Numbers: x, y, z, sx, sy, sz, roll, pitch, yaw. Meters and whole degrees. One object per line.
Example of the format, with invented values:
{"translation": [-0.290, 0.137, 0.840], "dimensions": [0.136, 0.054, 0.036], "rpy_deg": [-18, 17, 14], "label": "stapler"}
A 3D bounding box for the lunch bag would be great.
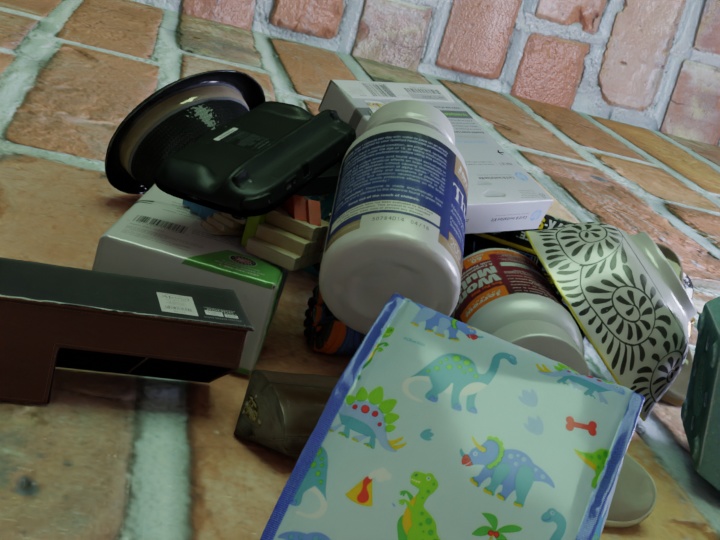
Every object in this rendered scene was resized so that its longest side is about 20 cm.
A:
{"translation": [0.049, 0.140, 0.662], "dimensions": [0.169, 0.128, 0.200], "rpy_deg": [20, 47, 15], "label": "lunch bag"}

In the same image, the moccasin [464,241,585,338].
{"translation": [0.132, 0.023, 1.164], "dimensions": [0.199, 0.081, 0.068], "rpy_deg": [23, 15, 25], "label": "moccasin"}

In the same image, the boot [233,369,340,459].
{"translation": [-0.010, 0.088, 0.884], "dimensions": [0.199, 0.065, 0.186], "rpy_deg": [3, 19, -23], "label": "boot"}

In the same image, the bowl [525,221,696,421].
{"translation": [0.240, 0.025, 1.046], "dimensions": [0.201, 0.094, 0.201], "rpy_deg": [55, 9, -13], "label": "bowl"}

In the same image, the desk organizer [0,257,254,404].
{"translation": [-0.184, 0.048, 0.811], "dimensions": [0.199, 0.077, 0.072], "rpy_deg": [9, 18, -22], "label": "desk organizer"}

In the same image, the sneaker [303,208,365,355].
{"translation": [0.000, 0.000, 1.058], "dimensions": [0.078, 0.075, 0.201], "rpy_deg": [25, 52, -23], "label": "sneaker"}

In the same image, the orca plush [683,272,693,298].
{"translation": [0.307, 0.050, 1.257], "dimensions": [0.199, 0.105, 0.071], "rpy_deg": [-1, 55, -51], "label": "orca plush"}

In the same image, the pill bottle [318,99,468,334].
{"translation": [0.032, -0.050, 0.949], "dimensions": [0.110, 0.111, 0.201], "rpy_deg": [14, 43, -4], "label": "pill bottle"}

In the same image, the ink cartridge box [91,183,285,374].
{"translation": [-0.137, 0.000, 0.992], "dimensions": [0.145, 0.085, 0.200], "rpy_deg": [16, 16, -1], "label": "ink cartridge box"}

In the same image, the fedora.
{"translation": [-0.173, -0.125, 1.257], "dimensions": [0.200, 0.201, 0.092], "rpy_deg": [-7, 52, -51], "label": "fedora"}

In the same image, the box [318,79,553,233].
{"translation": [0.073, -0.114, 1.136], "dimensions": [0.155, 0.041, 0.200], "rpy_deg": [-5, 43, -40], "label": "box"}

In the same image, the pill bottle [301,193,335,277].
{"translation": [-0.045, -0.053, 1.198], "dimensions": [0.199, 0.112, 0.111], "rpy_deg": [24, 19, 28], "label": "pill bottle"}

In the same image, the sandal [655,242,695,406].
{"translation": [0.307, 0.043, 1.168], "dimensions": [0.080, 0.054, 0.201], "rpy_deg": [17, 51, -9], "label": "sandal"}

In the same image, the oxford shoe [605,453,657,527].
{"translation": [0.133, 0.118, 0.826], "dimensions": [0.199, 0.058, 0.075], "rpy_deg": [34, 48, -6], "label": "oxford shoe"}

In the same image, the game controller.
{"translation": [-0.083, -0.095, 0.959], "dimensions": [0.104, 0.042, 0.200], "rpy_deg": [10, 27, 23], "label": "game controller"}

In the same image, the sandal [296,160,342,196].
{"translation": [-0.007, -0.109, 1.145], "dimensions": [0.076, 0.043, 0.199], "rpy_deg": [28, 28, 34], "label": "sandal"}

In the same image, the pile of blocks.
{"translation": [-0.100, -0.067, 0.984], "dimensions": [0.082, 0.063, 0.200], "rpy_deg": [1, 23, -44], "label": "pile of blocks"}

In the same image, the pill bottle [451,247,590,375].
{"translation": [0.131, 0.060, 0.998], "dimensions": [0.109, 0.110, 0.200], "rpy_deg": [13, 17, -8], "label": "pill bottle"}

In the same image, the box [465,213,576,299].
{"translation": [0.156, -0.027, 1.255], "dimensions": [0.159, 0.050, 0.200], "rpy_deg": [17, -11, 8], "label": "box"}

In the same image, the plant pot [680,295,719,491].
{"translation": [0.375, 0.109, 0.947], "dimensions": [0.198, 0.198, 0.196], "rpy_deg": [7, 16, 7], "label": "plant pot"}
